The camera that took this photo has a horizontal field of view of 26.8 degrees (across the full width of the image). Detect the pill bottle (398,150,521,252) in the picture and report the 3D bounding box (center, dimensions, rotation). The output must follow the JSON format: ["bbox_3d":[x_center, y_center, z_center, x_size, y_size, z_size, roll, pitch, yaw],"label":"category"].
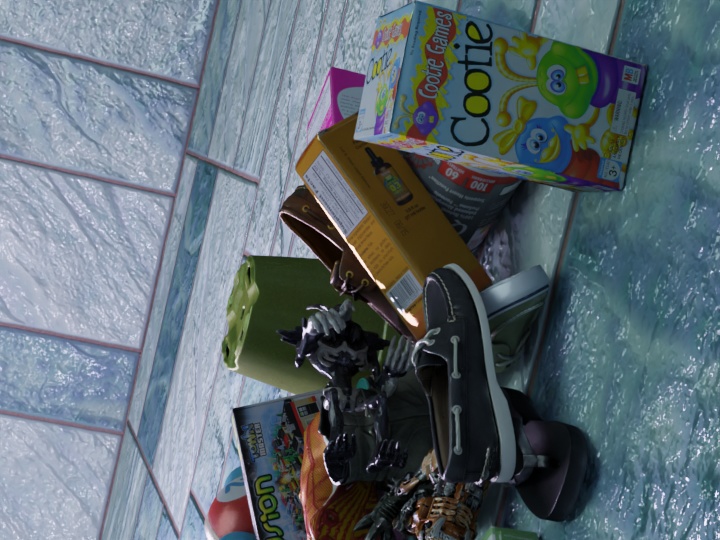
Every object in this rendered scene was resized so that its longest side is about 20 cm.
[{"bbox_3d":[0.080,-0.079,1.418,0.201,0.114,0.117,120,156,-48],"label":"pill bottle"}]

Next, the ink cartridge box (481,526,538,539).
[{"bbox_3d":[0.100,0.324,1.180,0.146,0.047,0.202,118,157,-44],"label":"ink cartridge box"}]

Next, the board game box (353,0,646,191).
[{"bbox_3d":[0.109,-0.134,1.204,0.105,0.197,0.104,-173,95,-74],"label":"board game box"}]

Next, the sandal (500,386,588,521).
[{"bbox_3d":[0.129,0.147,1.215,0.200,0.042,0.077,-149,71,-73],"label":"sandal"}]

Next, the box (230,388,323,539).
[{"bbox_3d":[-0.057,0.227,1.502,0.035,0.109,0.203,116,142,-74],"label":"box"}]

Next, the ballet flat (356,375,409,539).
[{"bbox_3d":[0.028,0.200,1.477,0.069,0.070,0.202,115,160,-55],"label":"ballet flat"}]

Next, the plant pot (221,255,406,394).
[{"bbox_3d":[-0.043,0.061,1.610,0.200,0.188,0.203,-167,90,-74],"label":"plant pot"}]

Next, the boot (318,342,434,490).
[{"bbox_3d":[0.025,0.119,1.434,0.068,0.129,0.202,119,156,-44],"label":"boot"}]

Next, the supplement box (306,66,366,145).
[{"bbox_3d":[0.000,-0.128,1.755,0.104,0.100,0.202,117,159,-43],"label":"supplement box"}]

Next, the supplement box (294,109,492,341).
[{"bbox_3d":[0.028,-0.041,1.354,0.201,0.066,0.069,56,145,6],"label":"supplement box"}]

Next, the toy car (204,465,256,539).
[{"bbox_3d":[-0.050,0.234,1.582,0.201,0.175,0.185,-60,9,16],"label":"toy car"}]

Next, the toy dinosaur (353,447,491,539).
[{"bbox_3d":[0.078,0.195,1.300,0.200,0.102,0.136,-39,-16,-51],"label":"toy dinosaur"}]

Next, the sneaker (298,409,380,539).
[{"bbox_3d":[-0.023,0.218,1.416,0.077,0.072,0.202,-52,24,40],"label":"sneaker"}]

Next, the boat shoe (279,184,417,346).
[{"bbox_3d":[0.000,-0.001,1.417,0.201,0.067,0.072,50,150,10],"label":"boat shoe"}]

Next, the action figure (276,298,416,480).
[{"bbox_3d":[-0.005,0.086,1.359,0.202,0.117,0.103,-104,33,-42],"label":"action figure"}]

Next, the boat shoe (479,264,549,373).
[{"bbox_3d":[0.116,0.058,1.315,0.063,0.071,0.200,61,151,12],"label":"boat shoe"}]

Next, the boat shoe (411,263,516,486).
[{"bbox_3d":[0.073,0.082,1.228,0.074,0.059,0.202,112,151,-55],"label":"boat shoe"}]
